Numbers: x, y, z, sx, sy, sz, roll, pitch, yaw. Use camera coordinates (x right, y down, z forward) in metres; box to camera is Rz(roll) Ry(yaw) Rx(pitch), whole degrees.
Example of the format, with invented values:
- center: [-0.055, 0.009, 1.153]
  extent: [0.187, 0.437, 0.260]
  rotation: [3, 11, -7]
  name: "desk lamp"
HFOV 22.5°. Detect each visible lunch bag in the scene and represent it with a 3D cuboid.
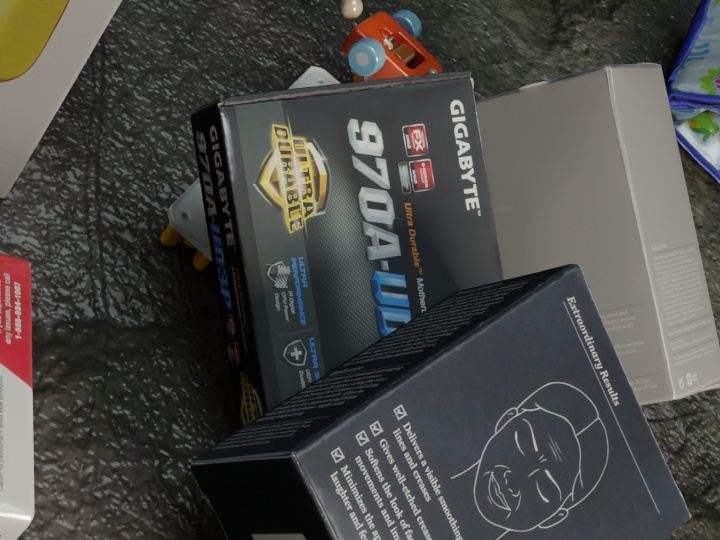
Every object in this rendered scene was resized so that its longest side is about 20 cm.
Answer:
- center: [0.336, -0.128, 1.401]
  extent: [0.199, 0.128, 0.171]
  rotation: [27, 44, 3]
  name: "lunch bag"

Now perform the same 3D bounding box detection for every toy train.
- center: [0.010, -0.081, 1.115]
  extent: [0.150, 0.056, 0.200]
  rotation: [40, 38, 0]
  name: "toy train"

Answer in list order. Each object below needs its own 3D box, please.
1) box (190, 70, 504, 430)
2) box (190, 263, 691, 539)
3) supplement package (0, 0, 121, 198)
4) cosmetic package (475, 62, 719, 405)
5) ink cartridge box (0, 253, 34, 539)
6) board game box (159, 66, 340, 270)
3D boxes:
- center: [0.000, 0.000, 0.989]
  extent: [0.158, 0.046, 0.202]
  rotation: [-8, 90, -27]
  name: "box"
- center: [0.043, 0.110, 0.904]
  extent: [0.199, 0.107, 0.149]
  rotation: [-30, 99, -32]
  name: "box"
- center: [-0.199, -0.179, 0.959]
  extent: [0.151, 0.200, 0.151]
  rotation: [27, 42, -15]
  name: "supplement package"
- center: [0.141, -0.017, 1.094]
  extent: [0.090, 0.106, 0.202]
  rotation: [-6, 87, -56]
  name: "cosmetic package"
- center: [-0.253, 0.052, 0.808]
  extent: [0.199, 0.084, 0.145]
  rotation: [15, 48, -29]
  name: "ink cartridge box"
- center: [-0.001, -0.011, 1.103]
  extent: [0.200, 0.026, 0.200]
  rotation: [41, 40, -2]
  name: "board game box"
